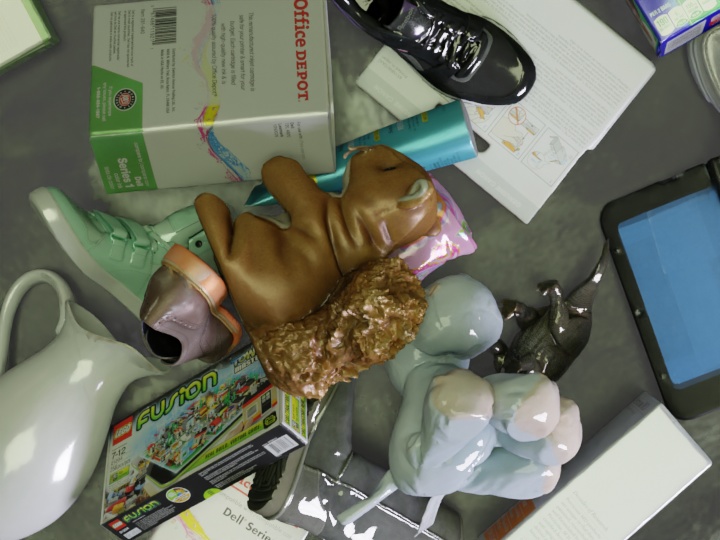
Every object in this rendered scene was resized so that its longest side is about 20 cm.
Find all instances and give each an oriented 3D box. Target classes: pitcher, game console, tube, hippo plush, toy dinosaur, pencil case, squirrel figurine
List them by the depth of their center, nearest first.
[{"bbox_3d":[-0.012,-0.004,1.458,0.185,0.142,0.201,-24,64,-5],"label":"squirrel figurine"},{"bbox_3d":[0.084,0.098,1.486,0.158,0.162,0.200,12,137,-26],"label":"hippo plush"},{"bbox_3d":[0.301,0.002,1.511,0.115,0.176,0.202,-16,79,-13],"label":"game console"},{"bbox_3d":[-0.001,-0.091,1.553,0.198,0.077,0.051,-17,98,7],"label":"tube"},{"bbox_3d":[-0.282,0.113,1.567,0.171,0.121,0.201,39,92,31],"label":"pitcher"},{"bbox_3d":[0.000,0.000,1.567,0.199,0.087,0.088,-35,91,3],"label":"pencil case"},{"bbox_3d":[0.156,0.063,1.571,0.077,0.102,0.201,18,78,39],"label":"toy dinosaur"}]

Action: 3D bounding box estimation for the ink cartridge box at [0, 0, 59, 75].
[{"bbox_3d":[-0.381,-0.214,1.580,0.199,0.048,0.146,-29,91,2],"label":"ink cartridge box"}]

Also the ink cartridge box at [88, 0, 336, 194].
[{"bbox_3d":[-0.121,-0.151,1.528,0.198,0.084,0.146,-5,55,1],"label":"ink cartridge box"}]

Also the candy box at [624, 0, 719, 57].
[{"bbox_3d":[0.272,-0.311,1.539,0.168,0.077,0.201,-30,82,3],"label":"candy box"}]

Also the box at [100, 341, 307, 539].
[{"bbox_3d":[-0.131,0.137,1.527,0.199,0.111,0.035,-31,128,24],"label":"box"}]

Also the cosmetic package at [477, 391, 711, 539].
[{"bbox_3d":[0.196,0.198,1.559,0.200,0.101,0.071,-41,90,2],"label":"cosmetic package"}]

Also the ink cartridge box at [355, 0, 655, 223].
[{"bbox_3d":[0.125,-0.170,1.575,0.200,0.044,0.174,39,103,0],"label":"ink cartridge box"}]

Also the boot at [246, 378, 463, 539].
[{"bbox_3d":[0.014,0.173,1.548,0.199,0.072,0.183,29,78,-24],"label":"boot"}]

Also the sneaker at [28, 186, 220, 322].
[{"bbox_3d":[-0.184,-0.038,1.535,0.118,0.074,0.200,-44,134,1],"label":"sneaker"}]

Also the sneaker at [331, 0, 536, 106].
[{"bbox_3d":[0.052,-0.194,1.514,0.199,0.088,0.076,30,102,1],"label":"sneaker"}]

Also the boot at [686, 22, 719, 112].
[{"bbox_3d":[0.349,-0.133,1.545,0.073,0.096,0.201,-35,90,2],"label":"boot"}]

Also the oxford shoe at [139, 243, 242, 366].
[{"bbox_3d":[-0.146,0.043,1.483,0.071,0.200,0.073,35,76,15],"label":"oxford shoe"}]

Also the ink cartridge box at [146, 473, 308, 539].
[{"bbox_3d":[-0.110,0.221,1.582,0.117,0.067,0.201,31,92,-1],"label":"ink cartridge box"}]
